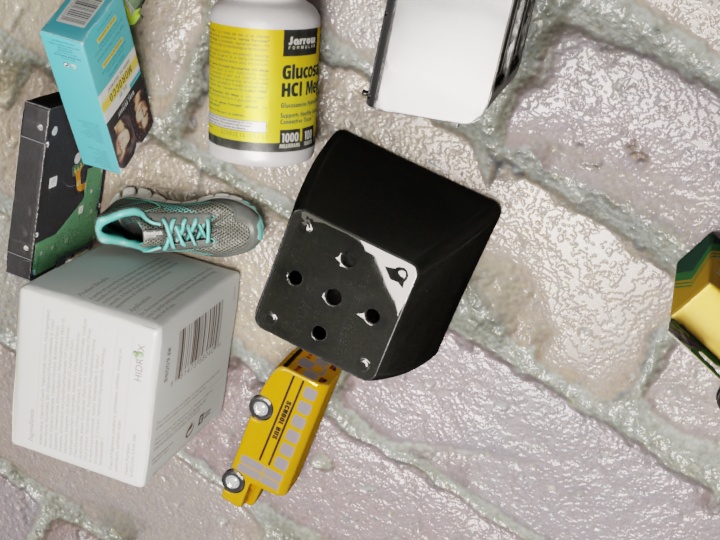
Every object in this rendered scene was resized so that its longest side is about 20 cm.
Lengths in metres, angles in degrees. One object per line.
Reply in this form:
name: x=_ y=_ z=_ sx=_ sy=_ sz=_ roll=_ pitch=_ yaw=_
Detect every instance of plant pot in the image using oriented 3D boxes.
plant pot: x=0.000 y=0.000 z=1.128 sx=0.199 sy=0.177 sz=0.200 roll=27 pitch=115 yaw=9

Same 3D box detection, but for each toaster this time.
toaster: x=0.092 y=-0.244 z=1.016 sx=0.119 sy=0.181 sz=0.200 roll=16 pitch=113 yaw=10

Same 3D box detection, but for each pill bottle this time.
pill bottle: x=-0.098 y=-0.214 z=1.125 sx=0.112 sy=0.112 sz=0.200 roll=9 pitch=111 yaw=16

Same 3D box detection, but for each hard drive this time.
hard drive: x=-0.333 y=-0.102 z=1.229 sx=0.038 sy=0.140 sz=0.200 roll=18 pitch=113 yaw=13

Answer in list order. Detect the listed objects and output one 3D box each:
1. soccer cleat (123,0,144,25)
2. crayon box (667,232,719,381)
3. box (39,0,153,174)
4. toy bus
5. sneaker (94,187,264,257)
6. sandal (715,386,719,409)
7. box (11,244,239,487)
soccer cleat: x=-0.252 y=-0.297 z=1.136 sx=0.084 sy=0.065 sz=0.200 roll=28 pitch=155 yaw=-20
crayon box: x=0.348 y=0.049 z=1.010 sx=0.126 sy=0.200 sz=0.052 roll=44 pitch=116 yaw=1
box: x=-0.271 y=-0.197 z=1.152 sx=0.049 sy=0.082 sz=0.200 roll=17 pitch=148 yaw=12
toy bus: x=-0.095 y=0.189 z=1.285 sx=0.078 sy=0.065 sz=0.200 roll=25 pitch=113 yaw=8
sneaker: x=-0.207 y=-0.043 z=1.231 sx=0.200 sy=0.091 sz=0.078 roll=3 pitch=109 yaw=18
sandal: x=0.456 y=0.149 z=1.092 sx=0.200 sy=0.045 sz=0.075 roll=19 pitch=113 yaw=12
box: x=-0.261 y=0.095 z=1.235 sx=0.171 sy=0.199 sz=0.200 roll=16 pitch=112 yaw=14
